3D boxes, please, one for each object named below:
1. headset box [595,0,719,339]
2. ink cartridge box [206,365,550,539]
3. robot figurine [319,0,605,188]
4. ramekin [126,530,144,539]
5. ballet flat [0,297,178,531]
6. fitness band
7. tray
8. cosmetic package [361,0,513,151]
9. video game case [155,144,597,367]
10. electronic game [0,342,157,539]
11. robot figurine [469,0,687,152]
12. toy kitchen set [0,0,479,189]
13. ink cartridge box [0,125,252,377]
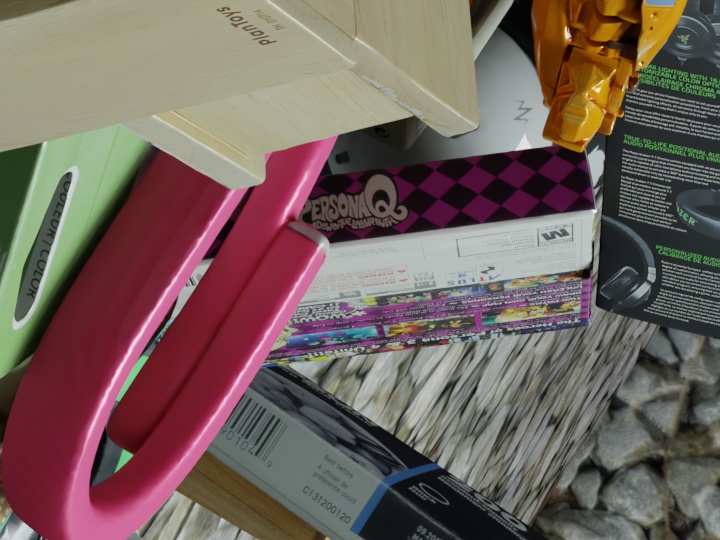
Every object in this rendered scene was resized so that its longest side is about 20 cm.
[{"bbox_3d":[0.162,-0.101,0.976,0.201,0.092,0.175,87,21,-49],"label":"headset box"},{"bbox_3d":[0.002,0.103,1.226,0.044,0.198,0.200,-57,169,4],"label":"ink cartridge box"},{"bbox_3d":[0.065,-0.079,1.201,0.200,0.125,0.151,-26,148,-57],"label":"robot figurine"},{"bbox_3d":[-0.140,0.222,1.169,0.203,0.094,0.203,-55,167,-19],"label":"ramekin"},{"bbox_3d":[-0.140,0.047,0.870,0.200,0.070,0.065,-55,140,-35],"label":"ballet flat"},{"bbox_3d":[-0.058,0.007,0.846,0.201,0.037,0.144,-59,168,-13],"label":"fitness band"},{"bbox_3d":[-0.038,0.117,1.327,0.037,0.098,0.200,-62,168,3],"label":"tray"},{"bbox_3d":[0.022,-0.150,1.006,0.105,0.071,0.200,-55,167,-23],"label":"cosmetic package"},{"bbox_3d":[0.000,0.000,1.028,0.181,0.199,0.036,71,12,-73],"label":"video game case"},{"bbox_3d":[-0.144,0.111,1.001,0.200,0.042,0.200,-55,168,-17],"label":"electronic game"},{"bbox_3d":[0.057,-0.133,0.765,0.201,0.144,0.058,99,11,-50],"label":"robot figurine"},{"bbox_3d":[-0.089,-0.126,0.628,0.200,0.162,0.181,29,53,-60],"label":"toy kitchen set"},{"bbox_3d":[-0.091,-0.045,0.821,0.200,0.059,0.104,-40,156,-58],"label":"ink cartridge box"}]
